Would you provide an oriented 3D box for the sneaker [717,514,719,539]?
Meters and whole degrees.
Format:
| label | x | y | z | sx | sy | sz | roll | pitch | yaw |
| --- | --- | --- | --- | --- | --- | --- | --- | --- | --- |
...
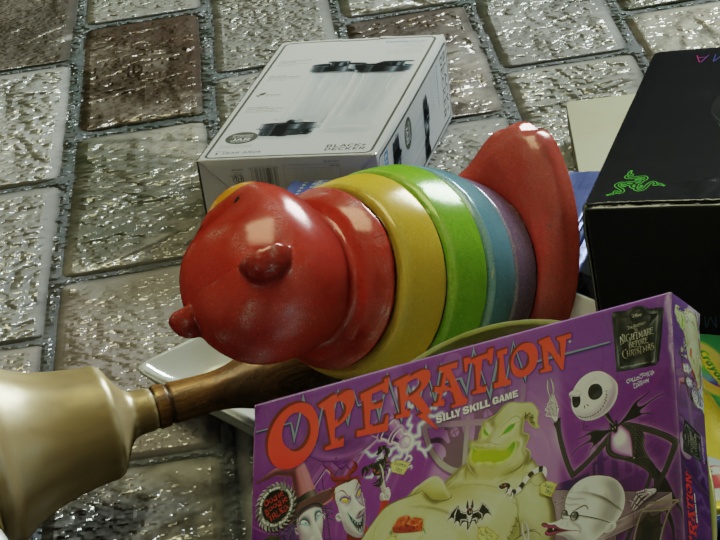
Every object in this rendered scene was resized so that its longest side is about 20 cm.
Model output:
| label | x | y | z | sx | sy | sz | roll | pitch | yaw |
| --- | --- | --- | --- | --- | --- | --- | --- | --- | --- |
| sneaker | 0.174 | 0.159 | 0.849 | 0.075 | 0.088 | 0.200 | -19 | 29 | -26 |

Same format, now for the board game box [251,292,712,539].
| label | x | y | z | sx | sy | sz | roll | pitch | yaw |
| --- | --- | --- | --- | --- | --- | --- | --- | --- | --- |
| board game box | 0.042 | 0.089 | 0.908 | 0.200 | 0.032 | 0.120 | -18 | 55 | 31 |

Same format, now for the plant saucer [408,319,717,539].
| label | x | y | z | sx | sy | sz | roll | pitch | yaw |
| --- | --- | --- | --- | --- | --- | --- | --- | --- | --- |
| plant saucer | 0.058 | 0.118 | 0.919 | 0.200 | 0.031 | 0.201 | -17 | 60 | 31 |

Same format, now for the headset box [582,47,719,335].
| label | x | y | z | sx | sy | sz | roll | pitch | yaw |
| --- | --- | --- | --- | --- | --- | --- | --- | --- | --- |
| headset box | 0.215 | -0.033 | 1.158 | 0.174 | 0.093 | 0.200 | -1 | 28 | 20 |

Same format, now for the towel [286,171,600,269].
| label | x | y | z | sx | sy | sz | roll | pitch | yaw |
| --- | --- | --- | --- | --- | --- | --- | --- | --- | --- |
| towel | 0.031 | -0.012 | 1.270 | 0.199 | 0.024 | 0.145 | -1 | 29 | 22 |

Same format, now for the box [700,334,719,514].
| label | x | y | z | sx | sy | sz | roll | pitch | yaw |
| --- | --- | --- | --- | --- | --- | --- | --- | --- | --- |
| box | 0.090 | 0.091 | 1.037 | 0.199 | 0.048 | 0.117 | -11 | 41 | -2 |

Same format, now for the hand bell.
| label | x | y | z | sx | sy | sz | roll | pitch | yaw |
| --- | --- | --- | --- | --- | --- | --- | --- | --- | --- |
| hand bell | -0.089 | 0.065 | 1.115 | 0.199 | 0.104 | 0.104 | -15 | 26 | -16 |

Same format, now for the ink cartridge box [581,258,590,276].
| label | x | y | z | sx | sy | sz | roll | pitch | yaw |
| --- | --- | --- | --- | --- | --- | --- | --- | --- | --- |
| ink cartridge box | 0.210 | -0.005 | 1.245 | 0.095 | 0.037 | 0.200 | -24 | 27 | -29 |

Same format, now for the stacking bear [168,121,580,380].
| label | x | y | z | sx | sy | sz | roll | pitch | yaw |
| --- | --- | --- | --- | --- | --- | --- | --- | --- | --- |
| stacking bear | 0.000 | 0.000 | 1.074 | 0.200 | 0.114 | 0.121 | -3 | -20 | -47 |

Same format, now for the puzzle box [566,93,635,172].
| label | x | y | z | sx | sy | sz | roll | pitch | yaw |
| --- | --- | --- | --- | --- | --- | --- | --- | --- | --- |
| puzzle box | 0.228 | -0.079 | 1.407 | 0.199 | 0.025 | 0.133 | -6 | 25 | 4 |

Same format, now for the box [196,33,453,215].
| label | x | y | z | sx | sy | sz | roll | pitch | yaw |
| --- | --- | --- | --- | --- | --- | --- | --- | --- | --- |
| box | -0.017 | -0.084 | 1.455 | 0.116 | 0.060 | 0.200 | -2 | 26 | 15 |

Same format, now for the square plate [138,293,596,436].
| label | x | y | z | sx | sy | sz | roll | pitch | yaw |
| --- | --- | --- | --- | --- | --- | --- | --- | --- | --- |
| square plate | 0.019 | 0.049 | 1.200 | 0.200 | 0.029 | 0.198 | -25 | 29 | -31 |

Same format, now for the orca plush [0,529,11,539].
| label | x | y | z | sx | sy | sz | roll | pitch | yaw |
| --- | --- | --- | --- | --- | --- | --- | --- | --- | --- |
| orca plush | -0.210 | 0.145 | 1.060 | 0.199 | 0.071 | 0.106 | -1 | 70 | 24 |
